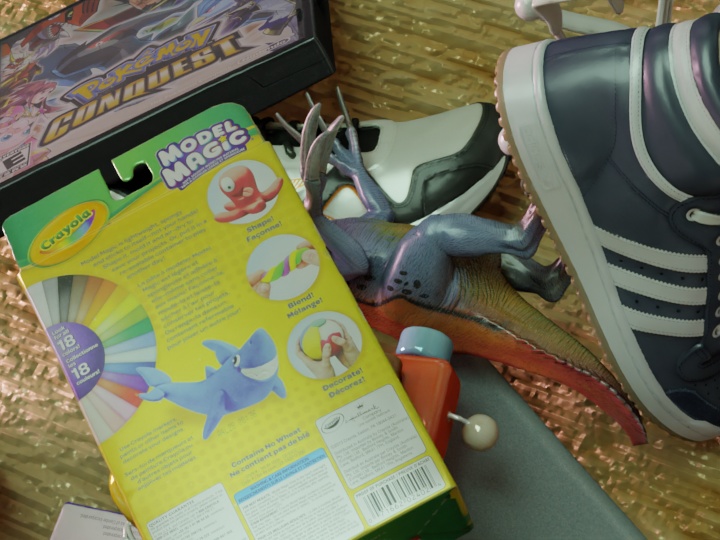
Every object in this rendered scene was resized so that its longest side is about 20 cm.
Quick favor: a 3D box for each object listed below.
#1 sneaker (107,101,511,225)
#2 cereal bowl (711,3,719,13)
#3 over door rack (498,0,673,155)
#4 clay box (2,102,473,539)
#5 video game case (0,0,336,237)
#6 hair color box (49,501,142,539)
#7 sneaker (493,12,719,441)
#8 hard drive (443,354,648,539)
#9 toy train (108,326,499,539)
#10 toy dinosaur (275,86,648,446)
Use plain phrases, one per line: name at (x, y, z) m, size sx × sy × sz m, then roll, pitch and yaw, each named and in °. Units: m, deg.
sneaker at (-0.028, -0.038, 1.286) m, size 0.199 × 0.080 × 0.074 m, roll -20°, pitch 21°, yaw 11°
cereal bowl at (0.218, -0.067, 1.201) m, size 0.199 × 0.083 × 0.201 m, roll -11°, pitch 59°, yaw 19°
over door rack at (0.095, -0.126, 1.216) m, size 0.066 × 0.200 × 0.148 m, roll 3°, pitch 64°, yaw 12°
clay box at (-0.052, 0.039, 1.109) m, size 0.115 × 0.048 × 0.200 m, roll -27°, pitch 59°, yaw -2°
video game case at (-0.108, -0.095, 1.349) m, size 0.200 × 0.026 × 0.181 m, roll -25°, pitch 26°, yaw 10°
hair color box at (-0.103, 0.207, 1.205) m, size 0.109 × 0.065 × 0.200 m, roll 9°, pitch 64°, yaw 27°
sneaker at (0.140, -0.016, 1.135) m, size 0.108 × 0.200 × 0.070 m, roll -15°, pitch 35°, yaw 25°
hard drive at (0.046, 0.132, 1.160) m, size 0.139 × 0.033 × 0.200 m, roll -28°, pitch 57°, yaw -21°
toy train at (-0.039, 0.101, 1.128) m, size 0.150 × 0.056 × 0.201 m, roll 11°, pitch 67°, yaw 22°
toy dinosaur at (0.000, 0.000, 1.190) m, size 0.181 × 0.105 × 0.201 m, roll -20°, pitch 72°, yaw 16°
